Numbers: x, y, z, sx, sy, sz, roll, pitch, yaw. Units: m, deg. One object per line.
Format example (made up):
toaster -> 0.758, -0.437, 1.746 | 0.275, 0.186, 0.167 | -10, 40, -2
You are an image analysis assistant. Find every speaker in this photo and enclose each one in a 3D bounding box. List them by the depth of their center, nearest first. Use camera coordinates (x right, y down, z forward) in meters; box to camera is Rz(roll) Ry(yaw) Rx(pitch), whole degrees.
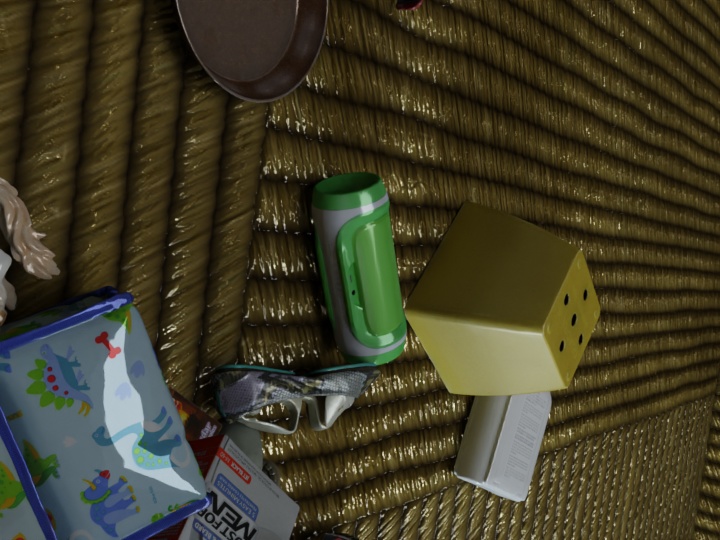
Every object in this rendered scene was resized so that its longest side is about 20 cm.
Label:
speaker -> 0.000, 0.000, 0.893 | 0.088, 0.088, 0.201 | -33, 123, -44

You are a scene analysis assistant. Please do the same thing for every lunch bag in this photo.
lunch bag -> -0.229, 0.123, 0.569 | 0.199, 0.127, 0.171 | -22, 100, -22

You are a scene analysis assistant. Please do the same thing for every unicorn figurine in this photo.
unicorn figurine -> -0.297, -0.013, 0.521 | 0.200, 0.073, 0.138 | -36, 114, -60

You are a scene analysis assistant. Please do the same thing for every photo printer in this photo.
photo printer -> 0.224, 0.238, 1.253 | 0.166, 0.069, 0.201 | 35, 70, -50

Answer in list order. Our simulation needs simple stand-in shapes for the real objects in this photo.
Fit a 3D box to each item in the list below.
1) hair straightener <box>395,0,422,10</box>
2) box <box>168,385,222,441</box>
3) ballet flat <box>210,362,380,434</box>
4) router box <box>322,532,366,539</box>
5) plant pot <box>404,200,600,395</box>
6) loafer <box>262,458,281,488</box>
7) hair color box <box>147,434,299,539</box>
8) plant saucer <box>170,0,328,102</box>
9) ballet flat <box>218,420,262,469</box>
hair straightener -> 0.076, -0.395, 0.939 | 0.077, 0.041, 0.201 | 50, 59, -46
box -> -0.213, 0.186, 0.691 | 0.137, 0.039, 0.201 | 50, 59, -45
ballet flat -> -0.061, 0.130, 0.832 | 0.199, 0.072, 0.073 | 4, 95, -39
router box -> -0.038, 0.392, 0.900 | 0.150, 0.062, 0.201 | 75, 35, -71
plant pot -> 0.206, 0.051, 1.100 | 0.201, 0.175, 0.200 | -58, 138, -27
loafer -> -0.132, 0.279, 0.796 | 0.068, 0.076, 0.201 | 77, 33, -59
hair color box -> -0.129, 0.245, 0.646 | 0.111, 0.064, 0.201 | 52, 39, -29
plant saucer -> -0.102, -0.255, 0.740 | 0.200, 0.034, 0.202 | -16, 110, -51
ballet flat -> -0.141, 0.223, 0.751 | 0.064, 0.067, 0.201 | 103, 8, -64
